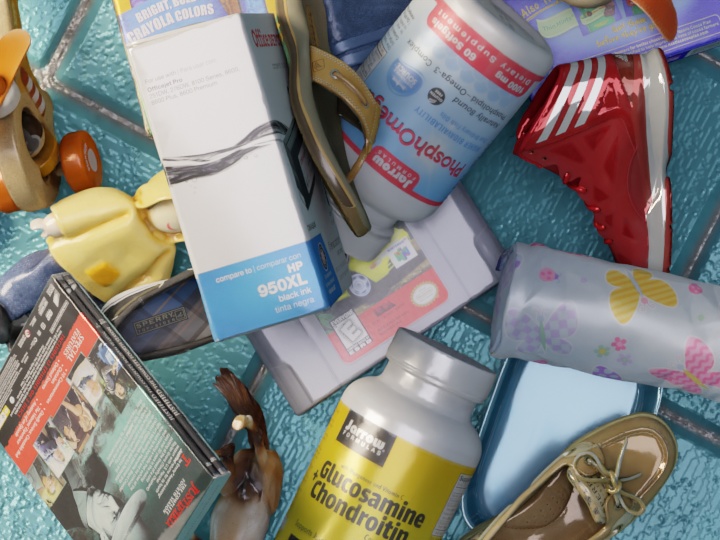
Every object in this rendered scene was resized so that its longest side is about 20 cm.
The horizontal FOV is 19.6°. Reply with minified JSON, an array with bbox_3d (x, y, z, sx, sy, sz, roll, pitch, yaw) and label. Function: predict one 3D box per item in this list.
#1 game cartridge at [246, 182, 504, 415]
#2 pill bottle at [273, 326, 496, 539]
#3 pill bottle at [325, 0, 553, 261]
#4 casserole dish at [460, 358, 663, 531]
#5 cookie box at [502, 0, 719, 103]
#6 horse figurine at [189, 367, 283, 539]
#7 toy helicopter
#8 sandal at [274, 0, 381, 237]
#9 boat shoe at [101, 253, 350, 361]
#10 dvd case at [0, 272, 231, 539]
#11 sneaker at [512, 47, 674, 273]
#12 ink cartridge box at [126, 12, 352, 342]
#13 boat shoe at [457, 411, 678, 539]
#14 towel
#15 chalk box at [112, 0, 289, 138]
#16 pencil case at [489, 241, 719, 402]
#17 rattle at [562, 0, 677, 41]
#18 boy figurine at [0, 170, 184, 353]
[{"bbox_3d":[0.000,0.000,1.570,0.199,0.041,0.134,-34,84,1],"label":"game cartridge"},{"bbox_3d":[0.020,0.149,1.522,0.111,0.112,0.201,25,93,2],"label":"pill bottle"},{"bbox_3d":[0.038,-0.108,1.488,0.109,0.109,0.200,39,105,2],"label":"pill bottle"},{"bbox_3d":[0.149,0.126,1.560,0.120,0.039,0.202,20,90,2],"label":"casserole dish"},{"bbox_3d":[0.175,-0.244,1.549,0.170,0.075,0.202,-18,89,3],"label":"cookie box"},{"bbox_3d":[-0.097,0.179,1.536,0.050,0.133,0.202,9,75,18],"label":"horse figurine"},{"bbox_3d":[-0.260,-0.143,1.532,0.078,0.132,0.202,-13,82,12],"label":"toy helicopter"},{"bbox_3d":[-0.015,-0.120,1.425,0.054,0.080,0.201,-16,62,11],"label":"sandal"},{"bbox_3d":[-0.097,0.017,1.511,0.198,0.066,0.070,-18,101,-7],"label":"boat shoe"},{"bbox_3d":[-0.186,0.122,1.484,0.200,0.022,0.146,48,124,24],"label":"dvd case"},{"bbox_3d":[0.168,-0.065,1.527,0.114,0.078,0.202,-2,110,2],"label":"sneaker"},{"bbox_3d":[-0.077,-0.067,1.398,0.084,0.145,0.202,-16,95,8],"label":"ink cartridge box"},{"bbox_3d":[0.148,0.177,1.508,0.200,0.063,0.073,-39,87,0],"label":"boat shoe"},{"bbox_3d":[-0.015,-0.242,1.547,0.111,0.048,0.202,-20,91,-39],"label":"towel"},{"bbox_3d":[-0.116,-0.206,1.533,0.123,0.124,0.202,-14,89,2],"label":"chalk box"},{"bbox_3d":[0.190,0.042,1.498,0.198,0.091,0.084,11,49,2],"label":"pencil case"},{"bbox_3d":[0.147,-0.244,1.447,0.200,0.143,0.130,43,75,10],"label":"rattle"},{"bbox_3d":[-0.185,-0.007,1.549,0.199,0.065,0.125,-32,124,7],"label":"boy figurine"}]
